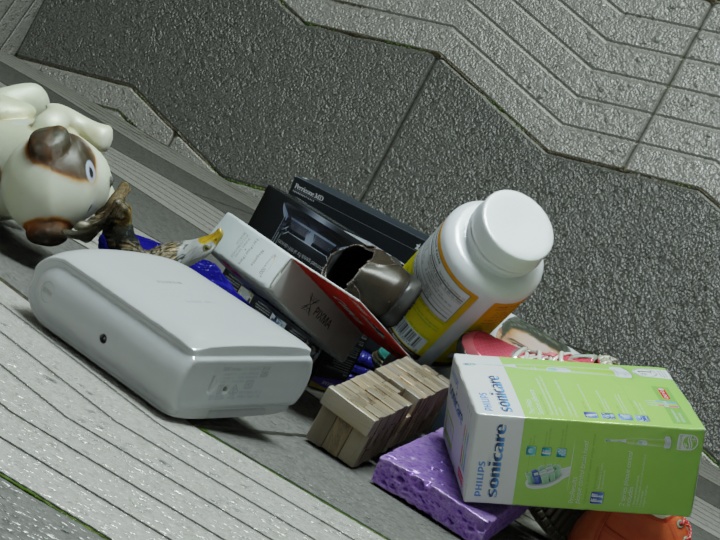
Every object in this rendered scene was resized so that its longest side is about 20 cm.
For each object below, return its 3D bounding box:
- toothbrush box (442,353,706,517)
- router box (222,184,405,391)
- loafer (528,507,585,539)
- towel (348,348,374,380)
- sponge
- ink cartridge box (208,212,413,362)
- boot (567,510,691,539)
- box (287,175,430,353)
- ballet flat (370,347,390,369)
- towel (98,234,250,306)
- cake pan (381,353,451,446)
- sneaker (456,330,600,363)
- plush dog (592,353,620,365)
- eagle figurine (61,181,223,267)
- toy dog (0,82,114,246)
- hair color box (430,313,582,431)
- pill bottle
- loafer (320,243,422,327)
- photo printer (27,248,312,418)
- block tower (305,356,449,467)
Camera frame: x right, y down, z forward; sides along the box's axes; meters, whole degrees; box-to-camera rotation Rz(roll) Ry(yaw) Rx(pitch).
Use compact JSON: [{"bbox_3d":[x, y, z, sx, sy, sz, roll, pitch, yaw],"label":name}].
[{"bbox_3d":[0.182,0.141,1.533,0.199,0.087,0.146,5,17,-7],"label":"toothbrush box"},{"bbox_3d":[-0.062,0.018,1.891,0.052,0.158,0.200,24,7,-47],"label":"router box"},{"bbox_3d":[0.219,0.238,1.724,0.200,0.076,0.068,37,-3,-34],"label":"loafer"},{"bbox_3d":[-0.035,0.088,2.034,0.147,0.050,0.200,19,8,-24],"label":"towel"},{"bbox_3d":[0.094,0.186,1.568,0.111,0.030,0.200,29,15,18],"label":"sponge"},{"bbox_3d":[-0.042,0.038,1.687,0.173,0.044,0.200,35,-7,30],"label":"ink cartridge box"},{"bbox_3d":[0.282,0.263,1.578,0.199,0.108,0.075,29,2,-12],"label":"boot"},{"bbox_3d":[-0.010,-0.004,2.020,0.199,0.142,0.079,28,9,31],"label":"box"},{"bbox_3d":[0.088,0.149,1.883,0.199,0.076,0.068,21,23,-20],"label":"ballet flat"},{"bbox_3d":[-0.181,0.013,1.799,0.147,0.050,0.200,27,4,-27],"label":"towel"},{"bbox_3d":[0.103,0.152,1.767,0.199,0.037,0.201,22,27,-12],"label":"cake pan"},{"bbox_3d":[0.186,0.102,1.660,0.200,0.087,0.074,33,28,12],"label":"sneaker"},{"bbox_3d":[0.238,0.209,1.891,0.172,0.160,0.201,81,-16,-79],"label":"plush dog"},{"bbox_3d":[-0.173,0.019,1.597,0.201,0.151,0.152,57,43,-12],"label":"eagle figurine"},{"bbox_3d":[-0.318,-0.101,1.681,0.193,0.140,0.200,5,11,-42],"label":"toy dog"},{"bbox_3d":[0.149,0.120,1.758,0.099,0.061,0.200,30,26,5],"label":"hair color box"},{"bbox_3d":[0.104,0.007,1.712,0.109,0.110,0.200,27,-39,-12],"label":"pill bottle"},{"bbox_3d":[0.000,0.000,1.710,0.071,0.073,0.200,40,-8,-17],"label":"loafer"},{"bbox_3d":[-0.159,0.045,1.423,0.200,0.070,0.166,31,16,33],"label":"photo printer"},{"bbox_3d":[0.018,0.126,1.597,0.054,0.058,0.200,33,16,17],"label":"block tower"}]
